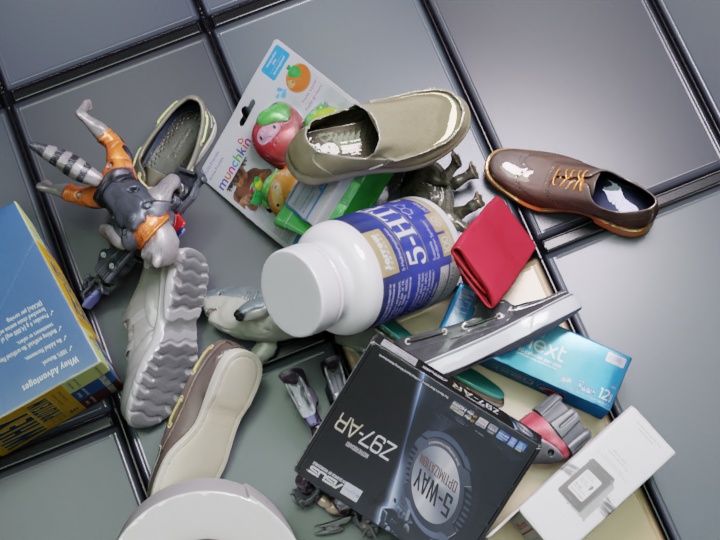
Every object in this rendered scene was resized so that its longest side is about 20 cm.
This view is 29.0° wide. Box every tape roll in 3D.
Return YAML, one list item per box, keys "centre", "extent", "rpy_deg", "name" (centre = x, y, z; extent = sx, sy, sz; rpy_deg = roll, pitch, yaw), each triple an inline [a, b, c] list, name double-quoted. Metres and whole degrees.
- centre: [-0.153, 0.312, 1.380]
  extent: [0.202, 0.139, 0.204]
  rpy_deg: [0, 86, -6]
  name: "tape roll"

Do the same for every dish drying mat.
- centre: [0.141, -0.022, 1.468]
  extent: [0.018, 0.200, 0.077]
  rpy_deg: [-36, 94, 24]
  name: "dish drying mat"

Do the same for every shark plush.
- centre: [-0.072, 0.022, 1.522]
  extent: [0.199, 0.091, 0.083]
  rpy_deg: [-25, 45, -1]
  name: "shark plush"

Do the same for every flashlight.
- centre: [0.149, 0.215, 1.464]
  extent: [0.200, 0.068, 0.068]
  rpy_deg: [-40, 116, -7]
  name: "flashlight"

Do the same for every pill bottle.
- centre: [0.000, 0.000, 1.436]
  extent: [0.200, 0.120, 0.120]
  rpy_deg: [-20, 71, -43]
  name: "pill bottle"

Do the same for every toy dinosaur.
- centre: [0.082, -0.070, 1.547]
  extent: [0.102, 0.077, 0.201]
  rpy_deg: [-21, 84, 23]
  name: "toy dinosaur"

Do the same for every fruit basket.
- centre: [-0.071, -0.123, 1.519]
  extent: [0.200, 0.094, 0.186]
  rpy_deg: [39, 109, 16]
  name: "fruit basket"

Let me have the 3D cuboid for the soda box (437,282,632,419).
- centre: [0.183, 0.087, 1.495]
  extent: [0.199, 0.068, 0.064]
  rpy_deg: [25, 78, 8]
  name: "soda box"

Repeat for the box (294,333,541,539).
- centre: [0.057, 0.183, 1.398]
  extent: [0.200, 0.044, 0.161]
  rpy_deg: [32, 101, 3]
  name: "box"

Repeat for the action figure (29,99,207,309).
- centre: [-0.272, -0.057, 1.484]
  extent: [0.193, 0.105, 0.200]
  rpy_deg: [38, 97, 19]
  name: "action figure"

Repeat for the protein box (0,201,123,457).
- centre: [-0.392, 0.075, 1.473]
  extent: [0.198, 0.135, 0.200]
  rpy_deg: [-29, 76, -7]
  name: "protein box"

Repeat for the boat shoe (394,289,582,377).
- centre: [0.127, 0.057, 1.438]
  extent: [0.199, 0.070, 0.066]
  rpy_deg: [-25, 79, 4]
  name: "boat shoe"

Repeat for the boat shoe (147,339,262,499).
- centre: [-0.174, 0.168, 1.482]
  extent: [0.059, 0.072, 0.201]
  rpy_deg: [26, 90, 52]
  name: "boat shoe"

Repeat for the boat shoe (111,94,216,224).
- centre: [-0.226, -0.105, 1.559]
  extent: [0.072, 0.060, 0.202]
  rpy_deg: [25, 76, 8]
  name: "boat shoe"

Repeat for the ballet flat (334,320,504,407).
- centre: [0.060, 0.106, 1.503]
  extent: [0.200, 0.067, 0.064]
  rpy_deg: [33, 105, 9]
  name: "ballet flat"

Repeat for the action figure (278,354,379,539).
- centre: [-0.021, 0.194, 1.470]
  extent: [0.130, 0.069, 0.201]
  rpy_deg: [-20, 78, -10]
  name: "action figure"

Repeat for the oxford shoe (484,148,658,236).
- centre: [0.235, -0.099, 1.543]
  extent: [0.199, 0.073, 0.072]
  rpy_deg: [16, 76, 6]
  name: "oxford shoe"

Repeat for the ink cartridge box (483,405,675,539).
- centre: [0.219, 0.235, 1.429]
  extent: [0.200, 0.116, 0.067]
  rpy_deg: [-40, 79, -9]
  name: "ink cartridge box"

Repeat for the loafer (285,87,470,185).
- centre: [0.022, -0.138, 1.420]
  extent: [0.199, 0.068, 0.076]
  rpy_deg: [-19, 78, -10]
  name: "loafer"

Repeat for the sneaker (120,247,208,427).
- centre: [-0.222, 0.072, 1.518]
  extent: [0.082, 0.075, 0.201]
  rpy_deg: [8, 78, 42]
  name: "sneaker"
